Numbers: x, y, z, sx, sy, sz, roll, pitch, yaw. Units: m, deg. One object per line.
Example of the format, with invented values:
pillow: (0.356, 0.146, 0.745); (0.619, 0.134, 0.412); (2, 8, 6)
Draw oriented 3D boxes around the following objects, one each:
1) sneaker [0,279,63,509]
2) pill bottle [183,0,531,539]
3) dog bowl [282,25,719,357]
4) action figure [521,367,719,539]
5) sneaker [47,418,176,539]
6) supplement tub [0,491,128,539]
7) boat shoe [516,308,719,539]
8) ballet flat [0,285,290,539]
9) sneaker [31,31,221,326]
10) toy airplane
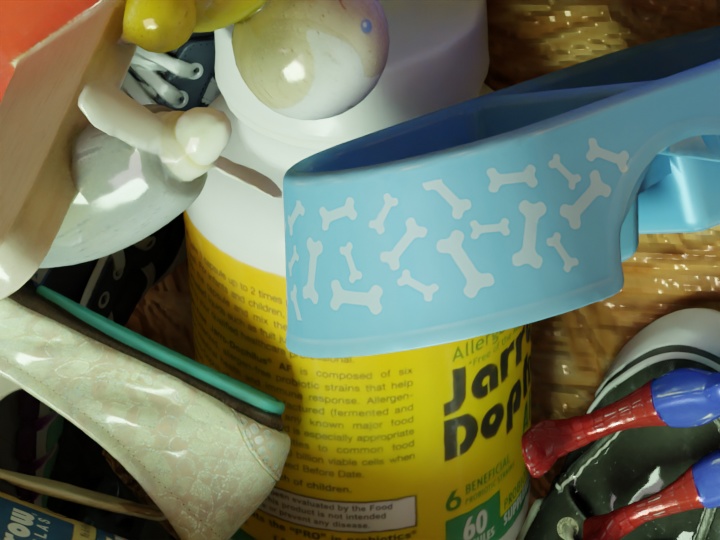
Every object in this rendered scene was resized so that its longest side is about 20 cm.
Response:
sneaker: (-0.142, 0.071, 0.952); (0.074, 0.088, 0.201); (10, 126, 24)
pill bottle: (0.000, 0.000, 0.944); (0.112, 0.113, 0.201); (15, 128, 23)
dog bowl: (0.063, -0.028, 0.836); (0.111, 0.199, 0.050); (-1, 105, 57)
action figure: (0.150, 0.039, 0.895); (0.199, 0.052, 0.066); (-24, 101, 18)
sneaker: (-0.060, 0.103, 1.032); (0.200, 0.079, 0.076); (52, 123, 38)
supplement tub: (-0.097, 0.147, 0.876); (0.199, 0.145, 0.145); (21, 134, -7)
boat shoe: (0.088, 0.098, 0.992); (0.070, 0.064, 0.201); (30, 133, 10)
ballet flat: (-0.115, 0.024, 0.881); (0.199, 0.067, 0.063); (30, 90, -6)
sneaker: (-0.083, -0.045, 0.965); (0.070, 0.109, 0.201); (30, 135, 11)
toy airplane: (-0.062, -0.076, 0.816); (0.140, 0.201, 0.199); (27, 173, -10)
